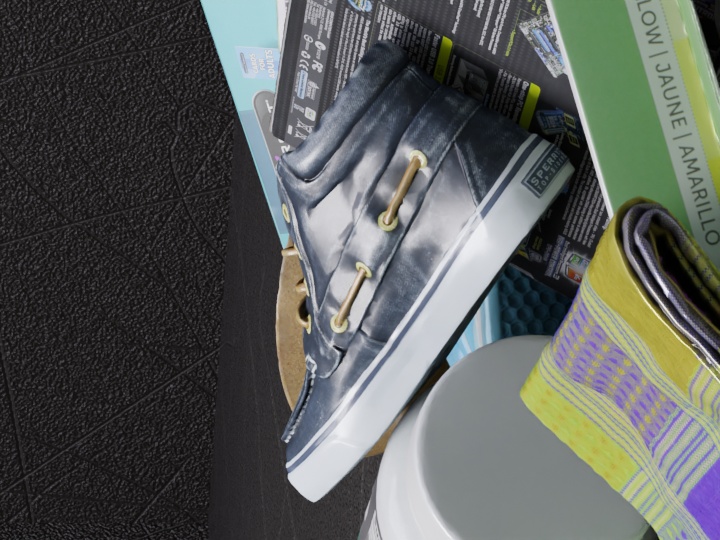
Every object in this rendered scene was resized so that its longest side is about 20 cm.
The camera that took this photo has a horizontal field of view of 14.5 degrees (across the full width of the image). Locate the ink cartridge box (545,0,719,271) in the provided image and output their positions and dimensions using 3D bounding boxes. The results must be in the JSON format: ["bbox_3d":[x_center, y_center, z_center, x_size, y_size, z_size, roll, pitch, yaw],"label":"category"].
[{"bbox_3d":[0.089,-0.048,0.854,0.200,0.048,0.146,-32,-74,-80],"label":"ink cartridge box"}]

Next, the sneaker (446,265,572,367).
[{"bbox_3d":[0.068,-0.027,1.244,0.131,0.079,0.201,124,148,-76],"label":"sneaker"}]

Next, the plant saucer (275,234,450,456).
[{"bbox_3d":[0.036,-0.004,1.303,0.200,0.035,0.201,-31,-49,-45],"label":"plant saucer"}]

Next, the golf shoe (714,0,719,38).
[{"bbox_3d":[0.138,-0.041,0.765,0.200,0.078,0.097,-90,-13,-58],"label":"golf shoe"}]

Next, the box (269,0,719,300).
[{"bbox_3d":[0.051,-0.079,1.055,0.044,0.160,0.200,-57,-10,-27],"label":"box"}]

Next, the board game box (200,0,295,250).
[{"bbox_3d":[0.003,-0.082,1.361,0.151,0.047,0.201,-47,-54,-50],"label":"board game box"}]

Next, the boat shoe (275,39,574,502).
[{"bbox_3d":[0.000,0.000,1.084,0.071,0.091,0.200,-47,-7,-50],"label":"boat shoe"}]

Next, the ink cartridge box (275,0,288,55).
[{"bbox_3d":[0.020,-0.177,1.320,0.200,0.050,0.162,-3,-90,-66],"label":"ink cartridge box"}]

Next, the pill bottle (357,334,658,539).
[{"bbox_3d":[0.059,0.101,1.127,0.200,0.113,0.114,104,165,-69],"label":"pill bottle"}]

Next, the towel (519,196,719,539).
[{"bbox_3d":[0.105,0.061,0.837,0.144,0.023,0.200,53,167,9],"label":"towel"}]
